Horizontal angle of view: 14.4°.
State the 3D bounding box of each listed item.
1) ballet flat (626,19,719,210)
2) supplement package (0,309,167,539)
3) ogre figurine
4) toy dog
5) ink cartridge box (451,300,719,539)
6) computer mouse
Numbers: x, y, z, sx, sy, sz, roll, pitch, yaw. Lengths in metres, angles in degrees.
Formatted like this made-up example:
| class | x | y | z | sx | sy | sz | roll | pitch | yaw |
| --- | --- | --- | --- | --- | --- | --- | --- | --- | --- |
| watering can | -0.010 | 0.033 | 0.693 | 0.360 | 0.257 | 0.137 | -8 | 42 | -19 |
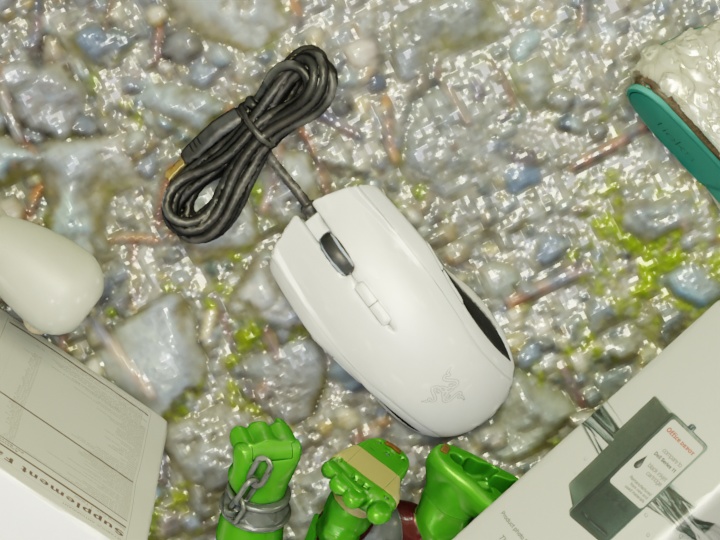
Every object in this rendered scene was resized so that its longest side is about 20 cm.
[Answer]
| class | x | y | z | sx | sy | sz | roll | pitch | yaw |
| --- | --- | --- | --- | --- | --- | --- | --- | --- | --- |
| ballet flat | 0.205 | -0.035 | 1.355 | 0.072 | 0.072 | 0.200 | -35 | 102 | 8 |
| supplement package | -0.168 | 0.112 | 1.317 | 0.114 | 0.200 | 0.110 | 34 | 102 | -8 |
| ogre figurine | 0.007 | 0.139 | 1.377 | 0.098 | 0.199 | 0.120 | 50 | 121 | 31 |
| toy dog | -0.221 | -0.021 | 1.332 | 0.200 | 0.132 | 0.096 | 49 | 145 | 17 |
| ink cartridge box | 0.143 | 0.130 | 1.340 | 0.200 | 0.083 | 0.147 | -41 | 141 | 1 |
| computer mouse | 0.000 | 0.000 | 1.363 | 0.110 | 0.044 | 0.200 | -40 | 101 | 9 |
